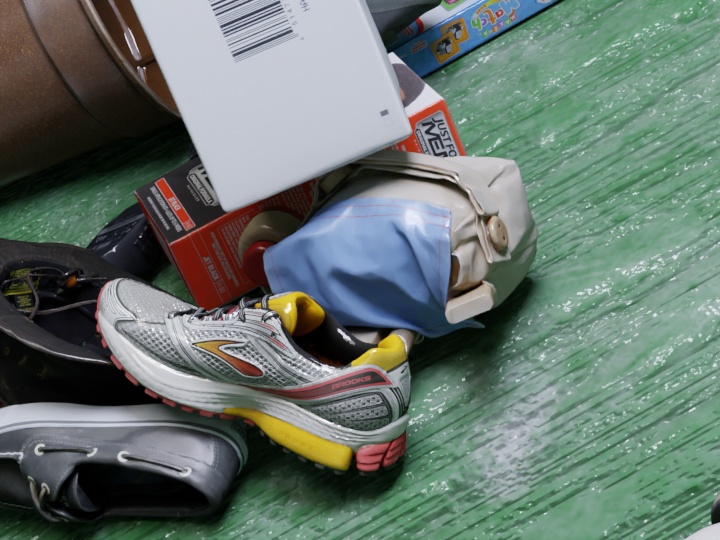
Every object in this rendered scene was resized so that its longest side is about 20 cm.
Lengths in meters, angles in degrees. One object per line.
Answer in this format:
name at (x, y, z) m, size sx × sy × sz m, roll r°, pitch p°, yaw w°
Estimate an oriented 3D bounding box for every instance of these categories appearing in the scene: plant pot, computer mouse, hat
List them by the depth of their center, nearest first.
hat at (-0.178, 0.052, 1.240) m, size 0.201 × 0.200 × 0.081 m, roll 45°, pitch 116°, yaw 54°
computer mouse at (-0.132, -0.048, 1.405) m, size 0.058 × 0.034 × 0.200 m, roll -18°, pitch 26°, yaw 44°
plant pot at (-0.247, -0.160, 1.493) m, size 0.197 × 0.201 × 0.201 m, roll -25°, pitch 34°, yaw 16°

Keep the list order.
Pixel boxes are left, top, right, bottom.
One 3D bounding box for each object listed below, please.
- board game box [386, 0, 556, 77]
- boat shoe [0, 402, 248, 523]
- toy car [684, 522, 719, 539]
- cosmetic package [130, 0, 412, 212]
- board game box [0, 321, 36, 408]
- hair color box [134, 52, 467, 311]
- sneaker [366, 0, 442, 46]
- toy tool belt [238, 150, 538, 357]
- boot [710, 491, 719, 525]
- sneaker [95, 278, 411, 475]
board game box at (0.078, -0.220, 1.476) m, size 0.199 × 0.037 × 0.151 m, roll -30°, pitch 35°, yaw -2°
boat shoe at (-0.162, 0.117, 1.174) m, size 0.199 × 0.069 × 0.057 m, roll -8°, pitch 39°, yaw 22°
toy car at (0.201, 0.193, 0.782) m, size 0.200 × 0.175 × 0.151 m, roll 24°, pitch 95°, yaw 48°
cosmetic package at (-0.064, -0.165, 1.194) m, size 0.122 × 0.200 × 0.200 m, roll -22°, pitch 13°, yaw 6°
board game box at (-0.299, 0.065, 1.348) m, size 0.199 × 0.046 × 0.152 m, roll 2°, pitch 44°, yaw 35°
hair color box at (-0.039, -0.059, 1.314) m, size 0.199 × 0.061 × 0.102 m, roll -28°, pitch 30°, yaw -7°
sneaker at (-0.021, -0.136, 1.386) m, size 0.199 × 0.085 × 0.074 m, roll -30°, pitch -9°, yaw 18°
toy tool belt at (0.000, 0.000, 1.171) m, size 0.199 × 0.125 × 0.123 m, roll -7°, pitch 31°, yaw 27°
boot at (0.273, 0.076, 0.937) m, size 0.202 × 0.074 × 0.154 m, roll -5°, pitch 37°, yaw 23°
sneaker at (-0.057, 0.041, 1.134) m, size 0.199 × 0.083 × 0.078 m, roll 19°, pitch 23°, yaw 18°
